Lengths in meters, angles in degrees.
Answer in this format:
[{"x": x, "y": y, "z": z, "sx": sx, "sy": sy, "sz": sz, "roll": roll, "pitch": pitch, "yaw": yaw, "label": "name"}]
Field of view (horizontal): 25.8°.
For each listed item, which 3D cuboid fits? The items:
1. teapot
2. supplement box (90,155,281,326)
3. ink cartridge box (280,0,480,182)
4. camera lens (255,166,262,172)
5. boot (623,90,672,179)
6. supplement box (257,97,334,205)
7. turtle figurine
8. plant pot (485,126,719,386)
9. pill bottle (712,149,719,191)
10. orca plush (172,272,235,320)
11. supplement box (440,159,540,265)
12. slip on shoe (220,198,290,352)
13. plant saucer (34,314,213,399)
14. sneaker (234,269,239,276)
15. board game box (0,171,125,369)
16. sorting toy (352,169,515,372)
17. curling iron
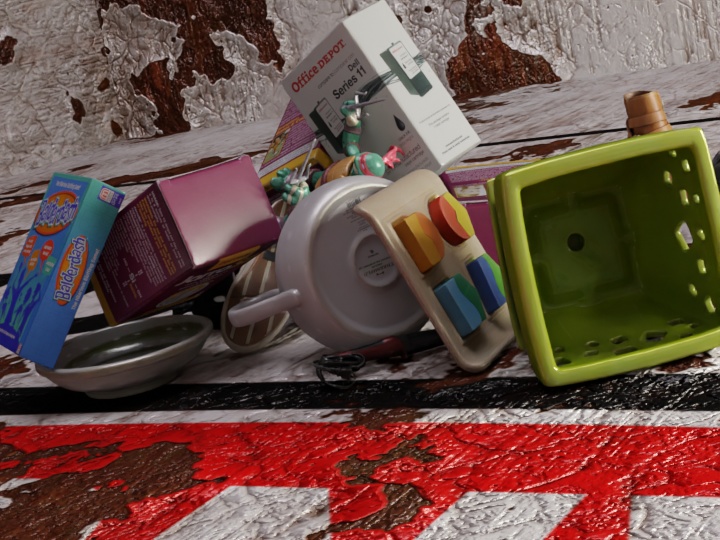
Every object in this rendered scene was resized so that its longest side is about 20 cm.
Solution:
[{"x": -0.017, "y": 0.000, "z": 1.666, "sx": 0.198, "sy": 0.200, "sz": 0.146, "roll": 25, "pitch": -17, "yaw": -23, "label": "teapot"}, {"x": -0.199, "y": -0.031, "z": 1.723, "sx": 0.130, "sy": 0.104, "sz": 0.199, "roll": -20, "pitch": -8, "yaw": -40, "label": "supplement box"}, {"x": 0.020, "y": -0.183, "z": 1.795, "sx": 0.083, "sy": 0.201, "sz": 0.146, "roll": -33, "pitch": -3, "yaw": -42, "label": "ink cartridge box"}, {"x": -0.089, "y": -0.063, "z": 2.051, "sx": 0.198, "sy": 0.162, "sz": 0.160, "roll": -16, "pitch": 13, "yaw": -23, "label": "camera lens"}, {"x": 0.397, "y": -0.155, "z": 2.031, "sx": 0.076, "sy": 0.157, "sz": 0.200, "roll": -12, "pitch": 12, "yaw": -7, "label": "boot"}, {"x": -0.034, "y": -0.155, "z": 1.932, "sx": 0.130, "sy": 0.103, "sz": 0.202, "roll": -25, "pitch": 34, "yaw": 44, "label": "supplement box"}, {"x": -0.034, "y": -0.103, "z": 1.733, "sx": 0.199, "sy": 0.101, "sz": 0.150, "roll": -31, "pitch": 17, "yaw": 48, "label": "turtle figurine"}, {"x": 0.223, "y": -0.018, "z": 1.475, "sx": 0.196, "sy": 0.203, "sz": 0.181, "roll": -13, "pitch": 6, "yaw": -6, "label": "plant pot"}, {"x": 0.478, "y": -0.111, "z": 1.859, "sx": 0.111, "sy": 0.113, "sz": 0.199, "roll": -2, "pitch": 15, "yaw": 37, "label": "pill bottle"}, {"x": -0.206, "y": 0.026, "z": 1.915, "sx": 0.070, "sy": 0.106, "sz": 0.200, "roll": -25, "pitch": 13, "yaw": -18, "label": "orca plush"}, {"x": 0.164, "y": -0.056, "z": 1.815, "sx": 0.129, "sy": 0.105, "sz": 0.200, "roll": -5, "pitch": 14, "yaw": 1, "label": "supplement box"}, {"x": -0.109, "y": 0.012, "z": 1.806, "sx": 0.075, "sy": 0.202, "sz": 0.061, "roll": 18, "pitch": -30, "yaw": -4, "label": "slip on shoe"}, {"x": -0.253, "y": 0.100, "z": 1.716, "sx": 0.197, "sy": 0.051, "sz": 0.200, "roll": -11, "pitch": 12, "yaw": 2, "label": "plant saucer"}, {"x": -0.150, "y": -0.033, "z": 1.900, "sx": 0.079, "sy": 0.201, "sz": 0.095, "roll": -40, "pitch": 1, "yaw": -10, "label": "sneaker"}, {"x": -0.332, "y": -0.004, "z": 1.703, "sx": 0.045, "sy": 0.202, "sz": 0.152, "roll": 25, "pitch": -6, "yaw": -26, "label": "board game box"}, {"x": 0.092, "y": -0.008, "z": 1.572, "sx": 0.036, "sy": 0.201, "sz": 0.185, "roll": -37, "pitch": -1, "yaw": 28, "label": "sorting toy"}, {"x": 0.040, "y": 0.083, "z": 1.587, "sx": 0.198, "sy": 0.026, "sz": 0.049, "roll": -13, "pitch": 32, "yaw": -31, "label": "curling iron"}]
